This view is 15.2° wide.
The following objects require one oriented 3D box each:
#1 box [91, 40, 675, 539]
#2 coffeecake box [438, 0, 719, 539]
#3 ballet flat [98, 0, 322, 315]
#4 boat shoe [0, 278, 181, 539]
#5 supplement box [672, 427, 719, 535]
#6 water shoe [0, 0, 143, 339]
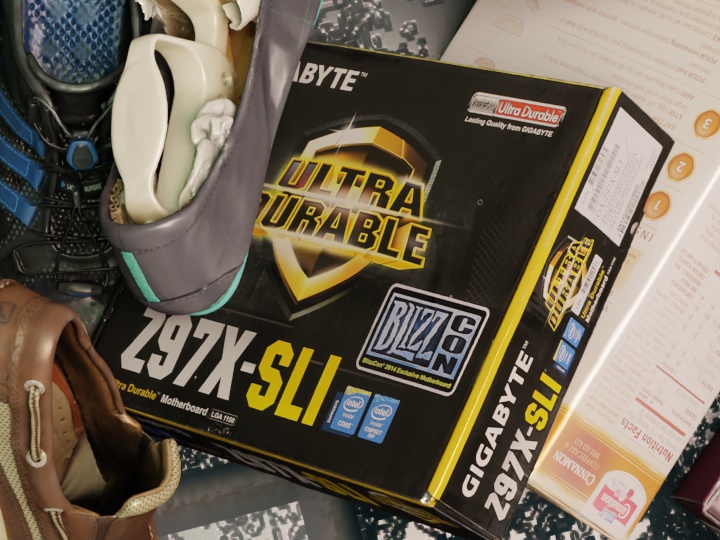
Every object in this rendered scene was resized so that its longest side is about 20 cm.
[{"bbox_3d":[0.000,0.000,0.991,0.049,0.199,0.161,33,77,-43],"label":"box"},{"bbox_3d":[0.083,-0.023,1.020,0.073,0.153,0.201,35,86,-45],"label":"coffeecake box"},{"bbox_3d":[-0.057,-0.082,1.007,0.073,0.073,0.201,13,66,-2],"label":"ballet flat"},{"bbox_3d":[-0.102,0.083,0.994,0.074,0.203,0.075,3,53,24],"label":"boat shoe"},{"bbox_3d":[0.236,0.106,1.056,0.200,0.086,0.111,37,87,-1],"label":"supplement box"},{"bbox_3d":[-0.116,-0.053,1.051,0.071,0.079,0.202,-4,88,-2],"label":"water shoe"}]
